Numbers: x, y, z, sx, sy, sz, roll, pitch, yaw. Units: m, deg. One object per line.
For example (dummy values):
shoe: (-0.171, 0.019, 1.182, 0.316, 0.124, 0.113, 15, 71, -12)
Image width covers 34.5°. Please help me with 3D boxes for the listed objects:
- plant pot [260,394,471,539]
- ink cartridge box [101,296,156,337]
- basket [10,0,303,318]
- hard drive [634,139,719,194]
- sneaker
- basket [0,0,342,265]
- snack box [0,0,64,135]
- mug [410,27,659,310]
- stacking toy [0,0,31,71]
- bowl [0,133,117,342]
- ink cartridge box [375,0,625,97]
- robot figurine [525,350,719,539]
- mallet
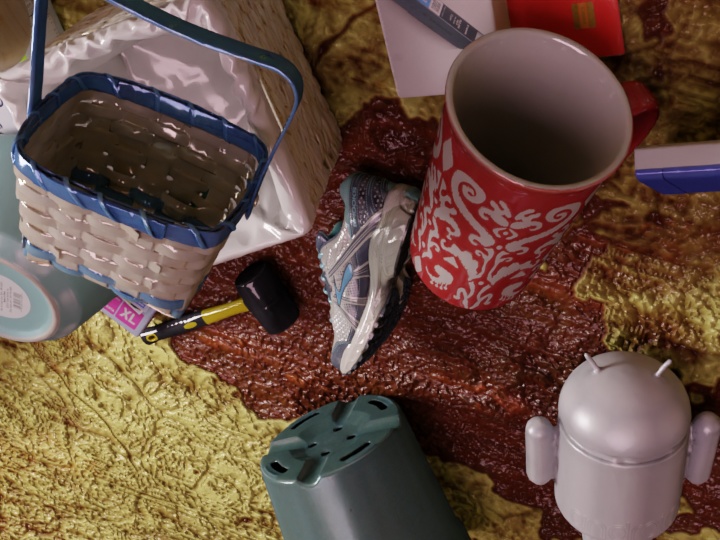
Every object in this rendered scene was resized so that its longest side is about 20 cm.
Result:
plant pot: (0.004, 0.243, 1.125, 0.197, 0.200, 0.199, -12, 111, 29)
ink cartridge box: (-0.216, -0.034, 1.113, 0.119, 0.042, 0.200, 37, 128, -5)
basket: (-0.145, -0.084, 0.771, 0.174, 0.140, 0.201, 24, 132, -4)
hard drive: (0.302, -0.075, 0.811, 0.197, 0.131, 0.026, -2, 88, 24)
sneaker: (0.000, 0.000, 1.034, 0.085, 0.077, 0.203, 28, 123, 17)
basket: (-0.139, -0.124, 0.926, 0.197, 0.162, 0.200, -14, 117, 23)
snack box: (-0.338, -0.174, 1.046, 0.166, 0.068, 0.203, -4, 122, 25)
mug: (0.127, -0.060, 0.871, 0.174, 0.136, 0.201, 6, 150, -7)
stacking toy: (-0.368, -0.188, 0.963, 0.197, 0.086, 0.086, -8, 120, 33)
bowl: (-0.303, -0.012, 1.050, 0.197, 0.106, 0.203, 10, 138, 10)
ink cartridge box: (0.090, -0.231, 0.840, 0.173, 0.045, 0.203, -1, 123, 25)
robot figurine: (0.227, 0.154, 1.008, 0.166, 0.114, 0.203, -4, 124, 1)
mallet: (-0.141, 0.052, 1.146, 0.198, 0.041, 0.066, -26, 113, 40)
